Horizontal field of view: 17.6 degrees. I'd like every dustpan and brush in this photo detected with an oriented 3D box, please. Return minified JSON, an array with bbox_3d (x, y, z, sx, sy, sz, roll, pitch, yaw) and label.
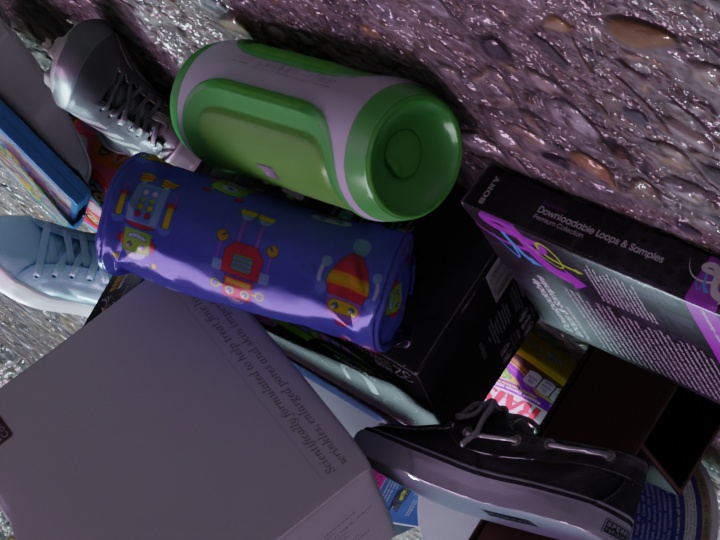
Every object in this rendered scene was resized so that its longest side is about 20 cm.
[{"bbox_3d":[-0.258,-0.158,1.714,0.200,0.057,0.140,48,173,-20],"label":"dustpan and brush"}]

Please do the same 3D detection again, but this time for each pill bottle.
[{"bbox_3d":[0.143,0.169,1.612,0.199,0.116,0.115,8,-174,-38],"label":"pill bottle"}]

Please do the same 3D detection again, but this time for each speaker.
[{"bbox_3d":[-0.030,-0.086,1.386,0.200,0.089,0.088,20,160,49],"label":"speaker"}]

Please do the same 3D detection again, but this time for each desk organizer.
[{"bbox_3d":[0.148,0.142,1.488,0.077,0.200,0.072,19,159,44],"label":"desk organizer"}]

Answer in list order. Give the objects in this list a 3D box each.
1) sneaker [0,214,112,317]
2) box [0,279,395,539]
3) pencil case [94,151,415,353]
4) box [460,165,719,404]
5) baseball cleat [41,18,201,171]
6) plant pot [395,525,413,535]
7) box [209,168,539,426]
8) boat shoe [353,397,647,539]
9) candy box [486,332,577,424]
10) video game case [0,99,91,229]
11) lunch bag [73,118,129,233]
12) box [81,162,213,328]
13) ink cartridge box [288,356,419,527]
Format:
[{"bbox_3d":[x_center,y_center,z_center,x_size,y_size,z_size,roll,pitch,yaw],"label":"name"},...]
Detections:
[{"bbox_3d":[-0.195,-0.007,1.764,0.199,0.074,0.082,20,140,-29],"label":"sneaker"},{"bbox_3d":[-0.116,0.134,1.469,0.199,0.200,0.131,50,172,24],"label":"box"},{"bbox_3d":[-0.059,-0.012,1.413,0.199,0.078,0.087,16,-159,14],"label":"pencil case"},{"bbox_3d":[0.165,0.017,1.369,0.199,0.036,0.143,24,162,37],"label":"box"},{"bbox_3d":[-0.157,-0.120,1.653,0.106,0.070,0.200,26,175,12],"label":"baseball cleat"},{"bbox_3d":[-0.001,0.132,1.904,0.135,0.200,0.200,66,160,-10],"label":"plant pot"},{"bbox_3d":[0.000,0.000,1.527,0.199,0.125,0.149,28,165,22],"label":"box"},{"bbox_3d":[0.085,0.116,1.443,0.199,0.068,0.074,11,163,38],"label":"boat shoe"},{"bbox_3d":[0.071,0.062,1.660,0.199,0.026,0.102,33,136,-2],"label":"candy box"},{"bbox_3d":[-0.261,-0.093,1.746,0.143,0.018,0.200,46,170,-2],"label":"video game case"},{"bbox_3d":[-0.174,-0.047,1.881,0.200,0.082,0.176,44,164,-32],"label":"lunch bag"},{"bbox_3d":[-0.110,0.033,1.733,0.048,0.201,0.158,-19,125,43],"label":"box"},{"bbox_3d":[-0.005,0.120,1.670,0.136,0.077,0.200,30,-178,27],"label":"ink cartridge box"}]
